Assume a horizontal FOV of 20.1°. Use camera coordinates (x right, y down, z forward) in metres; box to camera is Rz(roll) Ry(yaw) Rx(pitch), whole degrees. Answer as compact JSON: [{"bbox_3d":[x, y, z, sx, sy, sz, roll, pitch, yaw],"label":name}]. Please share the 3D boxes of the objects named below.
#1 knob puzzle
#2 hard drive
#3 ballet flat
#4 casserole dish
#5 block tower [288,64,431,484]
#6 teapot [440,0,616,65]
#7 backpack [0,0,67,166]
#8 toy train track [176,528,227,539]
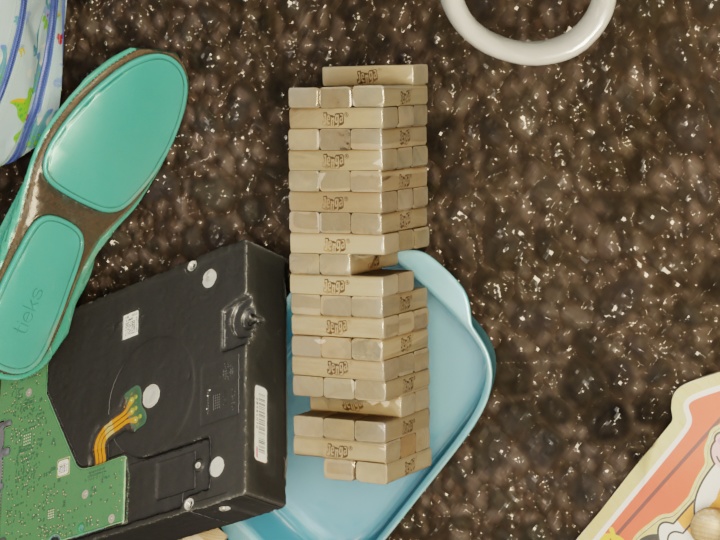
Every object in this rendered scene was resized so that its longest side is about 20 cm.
[{"bbox_3d":[0.221,0.126,0.962,0.218,0.030,0.222,4,98,27],"label":"knob puzzle"},{"bbox_3d":[-0.120,0.079,1.082,0.199,0.038,0.141,-21,59,35],"label":"hard drive"},{"bbox_3d":[-0.163,-0.036,1.108,0.201,0.067,0.070,-63,26,-6],"label":"ballet flat"},{"bbox_3d":[-0.004,0.073,1.066,0.121,0.039,0.201,43,114,16],"label":"casserole dish"},{"bbox_3d":[0.000,0.000,1.002,0.053,0.058,0.202,2,96,26],"label":"block tower"},{"bbox_3d":[0.133,-0.207,0.897,0.146,0.198,0.199,44,145,-24],"label":"teapot"},{"bbox_3d":[-0.231,-0.148,1.105,0.162,0.154,0.202,1,76,24],"label":"backpack"},{"bbox_3d":[-0.010,0.191,1.063,0.199,0.033,0.115,36,153,7],"label":"toy train track"}]
